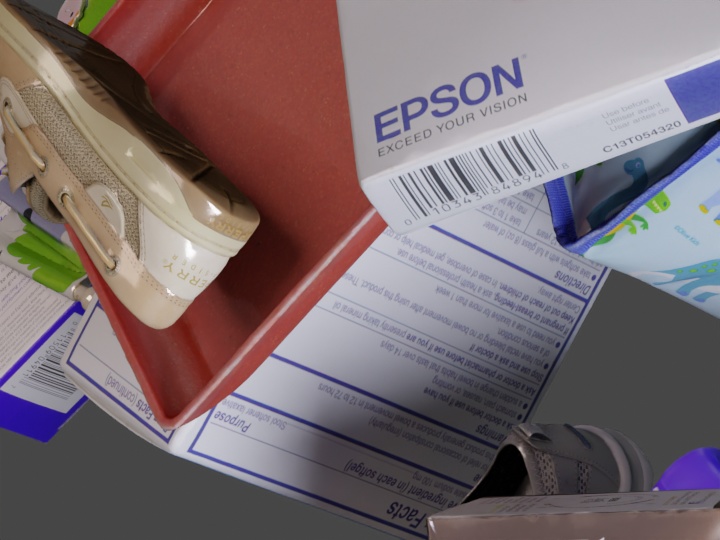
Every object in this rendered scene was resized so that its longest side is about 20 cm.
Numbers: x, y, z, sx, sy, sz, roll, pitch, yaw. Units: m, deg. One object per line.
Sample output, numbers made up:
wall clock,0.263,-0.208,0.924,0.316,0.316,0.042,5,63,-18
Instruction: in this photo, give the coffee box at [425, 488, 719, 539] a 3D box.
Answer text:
coffee box,0.131,0.138,1.048,0.199,0.080,0.113,-3,91,20

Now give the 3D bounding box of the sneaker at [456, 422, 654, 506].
sneaker,0.041,0.146,1.206,0.075,0.082,0.200,34,98,47

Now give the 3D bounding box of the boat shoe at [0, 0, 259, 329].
boat shoe,-0.118,-0.052,1.137,0.065,0.071,0.200,-54,45,11

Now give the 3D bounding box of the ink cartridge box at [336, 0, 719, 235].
ink cartridge box,0.083,-0.130,1.027,0.196,0.043,0.200,-21,52,16

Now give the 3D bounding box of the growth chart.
growth chart,-0.137,-0.083,1.451,0.145,0.018,0.201,16,81,46

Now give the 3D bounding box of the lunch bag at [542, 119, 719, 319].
lunch bag,0.186,-0.070,1.090,0.200,0.170,0.128,-38,51,25

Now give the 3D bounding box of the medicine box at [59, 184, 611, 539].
medicine box,0.000,0.000,1.237,0.103,0.182,0.200,33,96,48

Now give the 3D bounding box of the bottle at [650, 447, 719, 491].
bottle,0.109,0.170,1.139,0.084,0.065,0.200,45,106,39

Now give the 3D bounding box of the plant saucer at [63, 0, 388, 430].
plant saucer,-0.038,-0.064,1.142,0.200,0.037,0.200,-48,46,20

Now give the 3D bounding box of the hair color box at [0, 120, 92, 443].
hair color box,-0.182,-0.020,1.518,0.109,0.065,0.200,-43,49,21
